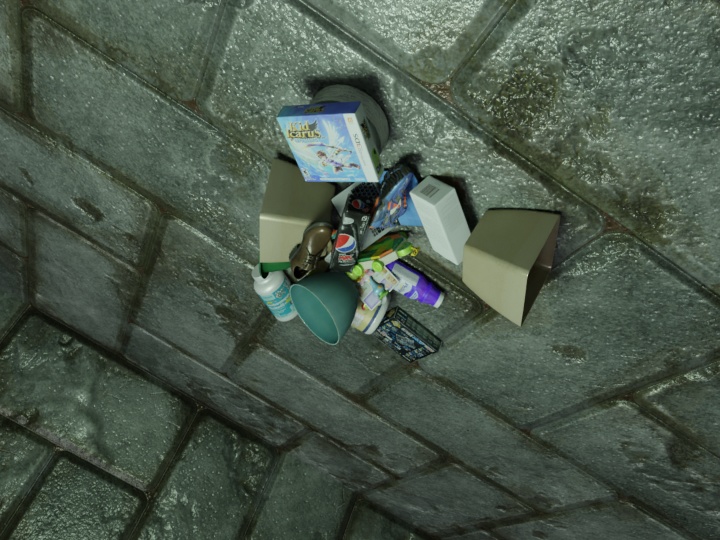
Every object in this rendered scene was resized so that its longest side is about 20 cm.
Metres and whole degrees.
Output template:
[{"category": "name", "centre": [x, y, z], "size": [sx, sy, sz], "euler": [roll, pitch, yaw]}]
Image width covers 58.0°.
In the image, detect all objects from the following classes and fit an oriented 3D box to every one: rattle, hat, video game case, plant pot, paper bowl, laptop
[{"category": "rattle", "centre": [-0.127, -0.091, 1.901], "size": [0.127, 0.145, 0.202], "euler": [2, 135, -23]}, {"category": "hat", "centre": [-0.196, -0.046, 1.890], "size": [0.172, 0.203, 0.167], "euler": [5, 141, 5]}, {"category": "video game case", "centre": [-0.064, -0.277, 1.425], "size": [0.196, 0.046, 0.183], "euler": [4, 139, 27]}, {"category": "plant pot", "centre": [-0.162, -0.143, 1.710], "size": [0.173, 0.203, 0.201], "euler": [9, 145, -2]}, {"category": "plant pot", "centre": [0.348, -0.027, 1.549], "size": [0.174, 0.201, 0.202], "euler": [22, 147, 24]}, {"category": "video game case", "centre": [-0.161, 0.063, 1.986], "size": [0.145, 0.018, 0.200], "euler": [62, 177, 4]}, {"category": "paper bowl", "centre": [-0.040, -0.313, 1.494], "size": [0.196, 0.106, 0.203], "euler": [16, 143, 12]}, {"category": "plant pot", "centre": [-0.083, 0.083, 1.805], "size": [0.199, 0.134, 0.202], "euler": [37, 150, 25]}, {"category": "laptop", "centre": [0.060, -0.145, 1.634], "size": [0.189, 0.198, 0.116], "euler": [58, 175, -38]}]

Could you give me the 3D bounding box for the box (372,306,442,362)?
[{"category": "box", "centre": [0.141, 0.212, 2.106], "size": [0.199, 0.047, 0.158], "euler": [37, 144, -16]}]

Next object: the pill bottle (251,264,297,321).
[{"category": "pill bottle", "centre": [-0.277, 0.064, 2.126], "size": [0.109, 0.112, 0.201], "euler": [-2, 137, 33]}]

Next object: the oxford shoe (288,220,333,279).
[{"category": "oxford shoe", "centre": [-0.118, -0.046, 1.619], "size": [0.071, 0.086, 0.201], "euler": [10, 141, -24]}]

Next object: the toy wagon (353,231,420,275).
[{"category": "toy wagon", "centre": [0.069, -0.051, 1.715], "size": [0.197, 0.155, 0.040], "euler": [-10, 117, 40]}]

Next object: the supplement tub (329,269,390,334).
[{"category": "supplement tub", "centre": [-0.022, 0.085, 1.960], "size": [0.197, 0.146, 0.145], "euler": [30, 145, -6]}]

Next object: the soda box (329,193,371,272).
[{"category": "soda box", "centre": [-0.026, -0.090, 1.636], "size": [0.062, 0.072, 0.202], "euler": [11, 133, -8]}]

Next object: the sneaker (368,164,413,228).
[{"category": "sneaker", "centre": [0.083, -0.176, 1.557], "size": [0.077, 0.077, 0.201], "euler": [10, 142, -18]}]

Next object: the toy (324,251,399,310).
[{"category": "toy", "centre": [0.000, 0.000, 1.809], "size": [0.200, 0.115, 0.047], "euler": [46, -173, 6]}]

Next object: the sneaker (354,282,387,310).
[{"category": "sneaker", "centre": [-0.007, 0.023, 1.866], "size": [0.202, 0.089, 0.078], "euler": [58, 164, 9]}]

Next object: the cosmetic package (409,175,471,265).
[{"category": "cosmetic package", "centre": [0.202, -0.121, 1.581], "size": [0.101, 0.071, 0.202], "euler": [38, 162, 47]}]

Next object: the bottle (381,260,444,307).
[{"category": "bottle", "centre": [0.146, 0.039, 1.862], "size": [0.197, 0.066, 0.084], "euler": [30, 148, -5]}]
